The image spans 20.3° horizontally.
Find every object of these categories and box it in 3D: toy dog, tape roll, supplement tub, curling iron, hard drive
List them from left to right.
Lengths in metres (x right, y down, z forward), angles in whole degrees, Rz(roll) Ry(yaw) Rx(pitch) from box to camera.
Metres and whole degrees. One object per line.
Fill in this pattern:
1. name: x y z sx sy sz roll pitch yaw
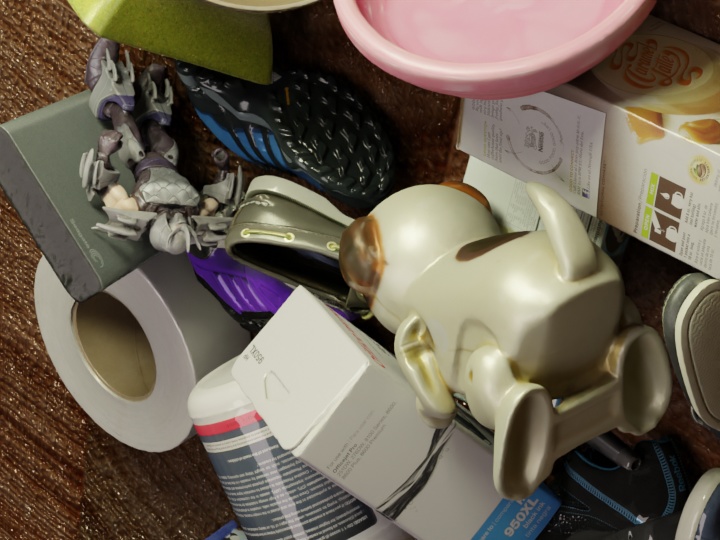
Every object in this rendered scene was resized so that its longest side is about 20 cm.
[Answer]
1. hard drive: -0.205 -0.063 1.537 0.033 0.200 0.140 -30 94 21
2. tape roll: -0.185 0.048 1.698 0.202 0.071 0.203 26 131 34
3. supplement tub: -0.035 0.156 1.554 0.140 0.140 0.201 -15 102 49
4. toy dog: 0.071 0.020 1.260 0.200 0.139 0.195 34 148 46
5. curling iron: 0.119 0.089 1.408 0.200 0.049 0.026 34 133 36

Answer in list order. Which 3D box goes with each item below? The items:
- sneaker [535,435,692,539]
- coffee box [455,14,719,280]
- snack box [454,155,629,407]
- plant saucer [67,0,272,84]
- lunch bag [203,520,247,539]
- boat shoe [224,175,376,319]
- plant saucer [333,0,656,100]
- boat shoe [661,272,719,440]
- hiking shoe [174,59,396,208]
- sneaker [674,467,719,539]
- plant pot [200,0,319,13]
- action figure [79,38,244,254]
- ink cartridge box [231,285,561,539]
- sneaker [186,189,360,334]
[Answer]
1. sneaker: 0.159 0.166 1.426 0.199 0.073 0.082 -16 84 45
2. coffee box: 0.170 -0.088 1.206 0.199 0.114 0.080 28 131 31
3. snack box: 0.111 0.003 1.346 0.116 0.037 0.201 28 116 32
4. plant saucer: -0.154 -0.229 1.395 0.048 0.200 0.200 -46 62 21
5. lunch bag: -0.108 0.351 1.770 0.170 0.124 0.201 39 129 22
6. boat shoe: 0.000 0.001 1.438 0.201 0.060 0.072 25 151 7
7. plant saucer: 0.084 -0.172 1.191 0.200 0.201 0.051 29 154 31
8. boat shoe: 0.214 0.056 1.226 0.067 0.072 0.200 34 172 35
9. hiking shoe: -0.049 -0.104 1.475 0.200 0.074 0.087 38 159 24
10. sneaker: 0.265 0.221 1.339 0.084 0.075 0.201 14 131 39
11. plant pot: -0.070 -0.260 1.316 0.201 0.200 0.134 60 173 -2
12. action figure: -0.158 -0.085 1.516 0.069 0.130 0.201 -51 44 29
13. ink cartridge box: 0.023 0.115 1.399 0.200 0.084 0.145 37 -176 -30
14. sneaker: -0.061 0.011 1.553 0.200 0.069 0.100 27 136 40
